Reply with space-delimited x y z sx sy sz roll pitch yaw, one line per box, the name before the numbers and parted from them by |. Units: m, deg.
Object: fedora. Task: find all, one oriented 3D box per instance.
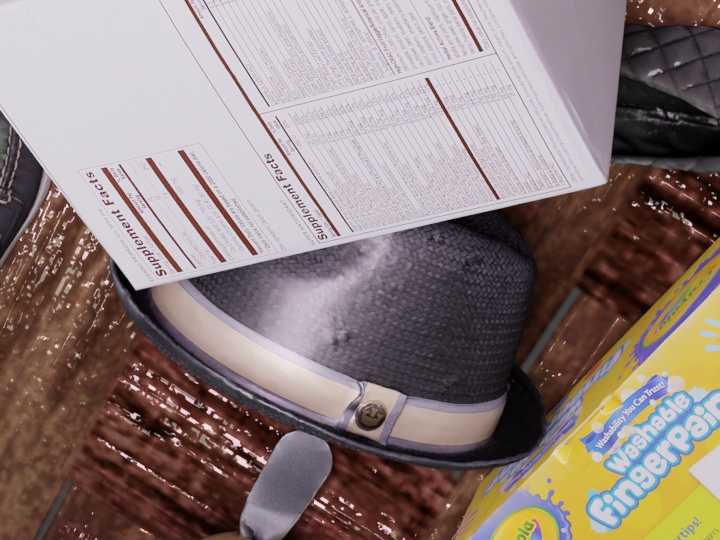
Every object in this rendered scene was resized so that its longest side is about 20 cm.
fedora | 0.000 0.000 0.928 0.200 0.201 0.092 27 108 5

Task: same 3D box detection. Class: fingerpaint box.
fingerpaint box | 0.166 0.101 0.975 0.167 0.073 0.200 38 121 -3

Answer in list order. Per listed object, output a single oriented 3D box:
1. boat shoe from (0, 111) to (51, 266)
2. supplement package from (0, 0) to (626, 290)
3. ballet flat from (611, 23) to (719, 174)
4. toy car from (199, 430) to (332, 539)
boat shoe | -0.202 -0.022 1.050 0.074 0.060 0.200 32 121 3
supplement package | -0.016 -0.125 0.836 0.199 0.192 0.147 -12 133 24
ballet flat | 0.083 -0.070 0.925 0.199 0.057 0.067 -2 119 26
toy car | -0.067 0.175 1.085 0.200 0.158 0.164 -42 102 2
